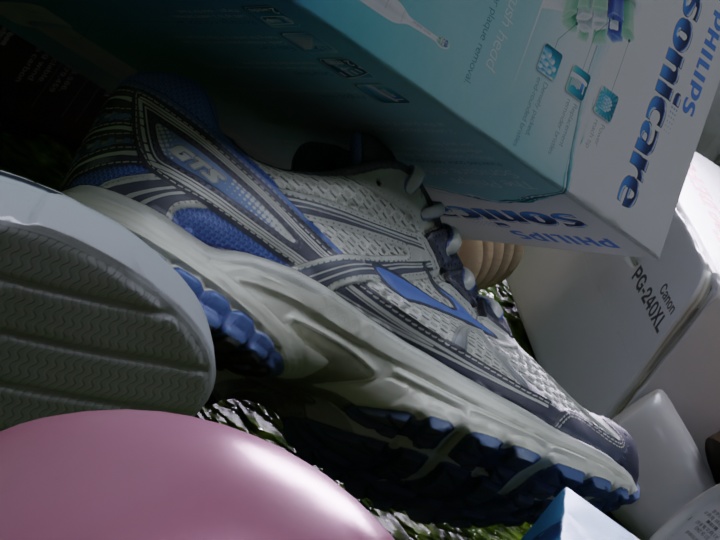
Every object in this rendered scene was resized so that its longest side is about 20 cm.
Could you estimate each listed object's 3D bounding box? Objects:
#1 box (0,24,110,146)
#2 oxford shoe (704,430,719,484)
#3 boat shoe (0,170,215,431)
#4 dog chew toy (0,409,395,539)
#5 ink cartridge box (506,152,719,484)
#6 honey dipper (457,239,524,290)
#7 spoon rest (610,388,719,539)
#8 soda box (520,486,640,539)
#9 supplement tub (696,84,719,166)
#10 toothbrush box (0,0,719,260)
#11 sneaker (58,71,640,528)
[{"bbox_3d":[-0.070,-0.087,0.935,0.200,0.075,0.100,16,27,-46],"label":"box"},{"bbox_3d":[0.193,0.114,0.916,0.200,0.071,0.071,45,-11,11],"label":"oxford shoe"},{"bbox_3d":[-0.120,-0.015,0.646,0.200,0.072,0.071,23,27,-34],"label":"boat shoe"},{"bbox_3d":[-0.013,0.120,0.450,0.200,0.125,0.124,52,21,17],"label":"dog chew toy"},{"bbox_3d":[0.159,0.046,1.029,0.200,0.083,0.145,30,19,-21],"label":"ink cartridge box"},{"bbox_3d":[0.000,0.000,0.924,0.038,0.038,0.200,42,22,14],"label":"honey dipper"},{"bbox_3d":[0.108,0.086,0.840,0.061,0.099,0.200,52,2,-11],"label":"spoon rest"},{"bbox_3d":[0.110,0.145,0.716,0.200,0.064,0.068,37,17,-6],"label":"soda box"},{"bbox_3d":[0.209,-0.030,1.219,0.200,0.145,0.145,34,18,-15],"label":"supplement tub"},{"bbox_3d":[-0.013,-0.083,0.799,0.146,0.085,0.200,6,-20,47],"label":"toothbrush box"},{"bbox_3d":[0.005,0.007,0.776,0.200,0.077,0.085,29,64,-30],"label":"sneaker"}]
